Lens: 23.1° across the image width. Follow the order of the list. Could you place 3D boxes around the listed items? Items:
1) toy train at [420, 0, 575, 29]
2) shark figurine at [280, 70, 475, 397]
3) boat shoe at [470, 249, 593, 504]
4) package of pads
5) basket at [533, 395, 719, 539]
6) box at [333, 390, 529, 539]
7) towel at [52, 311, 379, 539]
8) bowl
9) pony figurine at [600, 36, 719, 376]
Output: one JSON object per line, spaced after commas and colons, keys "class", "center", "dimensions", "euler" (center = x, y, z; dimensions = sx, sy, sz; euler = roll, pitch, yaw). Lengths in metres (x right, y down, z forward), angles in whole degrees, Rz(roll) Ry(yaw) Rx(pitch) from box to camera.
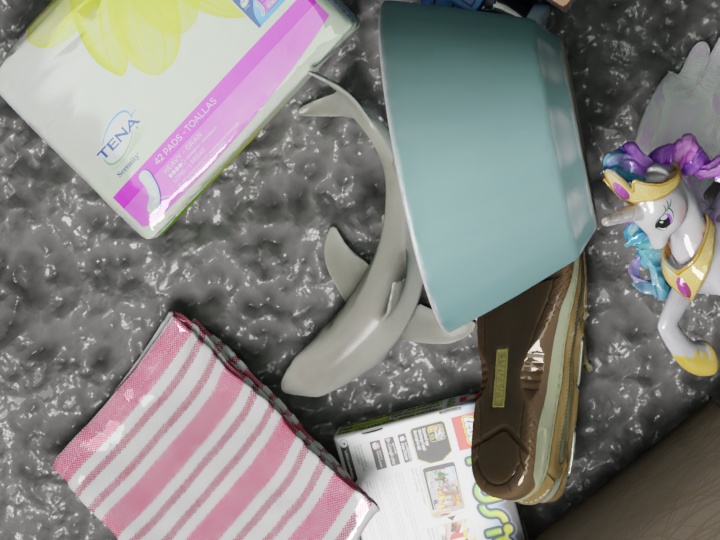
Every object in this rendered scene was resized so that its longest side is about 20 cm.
{"class": "toy train", "center": [0.056, -0.218, 1.106], "dimensions": [0.199, 0.087, 0.115], "euler": [33, 108, -1]}
{"class": "shark figurine", "center": [0.014, -0.017, 1.133], "dimensions": [0.126, 0.090, 0.217], "euler": [4, 100, 4]}
{"class": "boat shoe", "center": [0.119, 0.050, 1.145], "dimensions": [0.071, 0.076, 0.203], "euler": [5, 82, 46]}
{"class": "package of pads", "center": [-0.122, -0.142, 1.138], "dimensions": [0.154, 0.068, 0.200], "euler": [44, 99, -2]}
{"class": "basket", "center": [0.179, 0.205, 1.099], "dimensions": [0.199, 0.136, 0.181], "euler": [-30, 62, 2]}
{"class": "box", "center": [0.060, 0.191, 1.180], "dimensions": [0.109, 0.035, 0.202], "euler": [-14, 96, 7]}
{"class": "towel", "center": [-0.099, 0.142, 1.158], "dimensions": [0.200, 0.030, 0.147], "euler": [43, 100, 22]}
{"class": "bowl", "center": [0.082, -0.072, 1.059], "dimensions": [0.104, 0.201, 0.203], "euler": [-11, 96, 9]}
{"class": "pony figurine", "center": [0.233, -0.035, 1.073], "dimensions": [0.193, 0.166, 0.201], "euler": [-48, 122, -23]}
